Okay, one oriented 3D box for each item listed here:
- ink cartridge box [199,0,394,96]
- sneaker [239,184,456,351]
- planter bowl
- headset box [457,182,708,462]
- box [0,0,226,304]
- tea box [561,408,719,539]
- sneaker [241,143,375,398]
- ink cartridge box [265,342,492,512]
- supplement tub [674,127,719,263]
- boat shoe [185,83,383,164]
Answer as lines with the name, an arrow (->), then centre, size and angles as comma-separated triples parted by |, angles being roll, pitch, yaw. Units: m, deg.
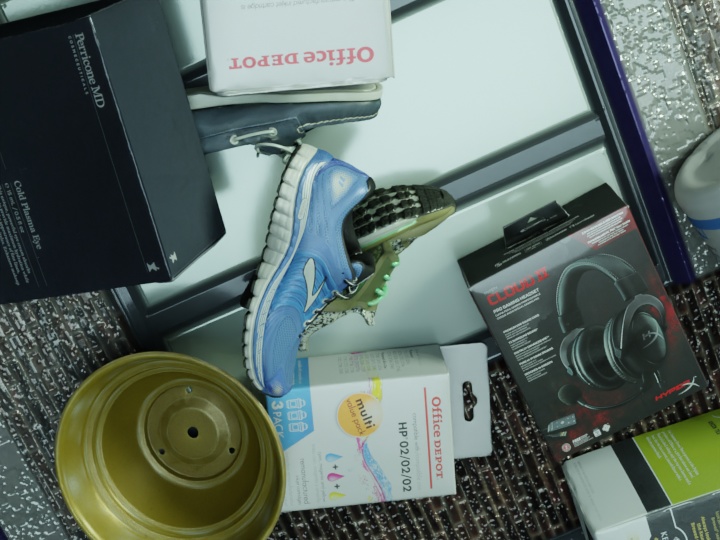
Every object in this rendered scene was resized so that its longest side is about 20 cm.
ink cartridge box -> -0.054, -0.245, 0.970 | 0.145, 0.086, 0.203 | -4, 109, -3
sneaker -> 0.000, 0.000, 1.066 | 0.198, 0.077, 0.089 | -29, 117, 13
planter bowl -> -0.152, 0.151, 1.082 | 0.197, 0.084, 0.203 | 2, 106, 8
headset box -> 0.183, 0.036, 1.080 | 0.147, 0.077, 0.202 | -26, 109, 5
box -> -0.224, -0.090, 0.968 | 0.180, 0.104, 0.203 | -6, 110, 23
tea box -> 0.305, 0.252, 1.126 | 0.194, 0.134, 0.202 | -18, 108, 3
sneaker -> -0.037, 0.010, 0.984 | 0.088, 0.079, 0.202 | 16, 109, 0
ink cartridge box -> 0.020, 0.134, 1.104 | 0.197, 0.068, 0.117 | -6, 108, -2
supplement tub -> 0.361, -0.026, 1.043 | 0.131, 0.132, 0.201 | -37, 106, 8
boat shoe -> -0.078, -0.117, 1.015 | 0.197, 0.075, 0.063 | -6, 107, 0
